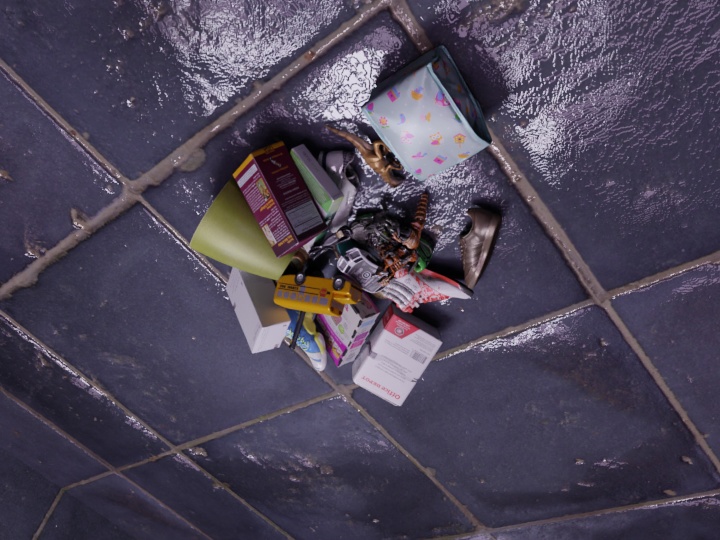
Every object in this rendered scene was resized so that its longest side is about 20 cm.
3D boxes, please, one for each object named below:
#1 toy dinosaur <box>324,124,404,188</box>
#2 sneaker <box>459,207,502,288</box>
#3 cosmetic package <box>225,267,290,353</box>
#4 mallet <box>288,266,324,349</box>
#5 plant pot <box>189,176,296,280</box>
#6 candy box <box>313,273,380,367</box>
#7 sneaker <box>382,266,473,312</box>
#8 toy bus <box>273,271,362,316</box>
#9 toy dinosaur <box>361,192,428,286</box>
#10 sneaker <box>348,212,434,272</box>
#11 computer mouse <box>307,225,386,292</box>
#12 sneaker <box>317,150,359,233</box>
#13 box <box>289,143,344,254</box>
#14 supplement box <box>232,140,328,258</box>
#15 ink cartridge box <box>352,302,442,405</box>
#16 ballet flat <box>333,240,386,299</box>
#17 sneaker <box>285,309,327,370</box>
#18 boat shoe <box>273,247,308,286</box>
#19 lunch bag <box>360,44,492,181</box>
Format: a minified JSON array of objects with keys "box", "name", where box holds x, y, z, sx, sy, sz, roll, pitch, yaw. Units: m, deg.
[{"box":[0.023,-0.235,1.366,0.200,0.061,0.106,42,131,-21],"name":"toy dinosaur"},{"box":[0.246,-0.053,1.474,0.075,0.070,0.202,27,133,17],"name":"sneaker"},{"box":[-0.248,0.081,1.644,0.080,0.202,0.114,-8,143,-31],"name":"cosmetic package"},{"box":[-0.131,0.090,1.623,0.041,0.204,0.066,17,174,-20],"name":"mallet"},{"box":[-0.237,-0.073,1.488,0.198,0.188,0.188,34,133,-5],"name":"plant pot"},{"box":[-0.040,0.119,1.663,0.137,0.060,0.201,53,142,25],"name":"candy box"},{"box":[0.149,0.053,1.553,0.198,0.067,0.110,22,95,3],"name":"sneaker"},{"box":[-0.096,0.053,1.534,0.197,0.080,0.065,7,166,31],"name":"toy bus"},{"box":[0.077,-0.070,1.438,0.135,0.202,0.102,33,157,-5],"name":"toy dinosaur"},{"box":[0.065,-0.061,1.496,0.197,0.086,0.079,19,134,0],"name":"sneaker"},{"box":[-0.014,-0.019,1.497,0.109,0.044,0.199,-38,127,19],"name":"computer mouse"},{"box":[-0.040,-0.160,1.449,0.079,0.077,0.202,-3,133,7],"name":"sneaker"},{"box":[-0.114,-0.146,1.437,0.145,0.036,0.201,52,148,14],"name":"box"},{"box":[-0.164,-0.143,1.396,0.110,0.085,0.202,-27,91,56],"name":"supplement box"},{"box":[0.086,0.208,1.679,0.143,0.084,0.202,29,104,-11],"name":"ink cartridge box"},{"box":[0.000,0.000,1.590,0.199,0.071,0.070,39,131,-19],"name":"ballet flat"},{"box":[-0.153,0.159,1.684,0.103,0.203,0.076,-10,155,-23],"name":"sneaker"},{"box":[-0.179,0.003,1.637,0.075,0.075,0.201,26,134,-8],"name":"boat shoe"},{"box":[0.128,-0.276,1.255,0.169,0.123,0.201,-25,115,33],"name":"lunch bag"}]
